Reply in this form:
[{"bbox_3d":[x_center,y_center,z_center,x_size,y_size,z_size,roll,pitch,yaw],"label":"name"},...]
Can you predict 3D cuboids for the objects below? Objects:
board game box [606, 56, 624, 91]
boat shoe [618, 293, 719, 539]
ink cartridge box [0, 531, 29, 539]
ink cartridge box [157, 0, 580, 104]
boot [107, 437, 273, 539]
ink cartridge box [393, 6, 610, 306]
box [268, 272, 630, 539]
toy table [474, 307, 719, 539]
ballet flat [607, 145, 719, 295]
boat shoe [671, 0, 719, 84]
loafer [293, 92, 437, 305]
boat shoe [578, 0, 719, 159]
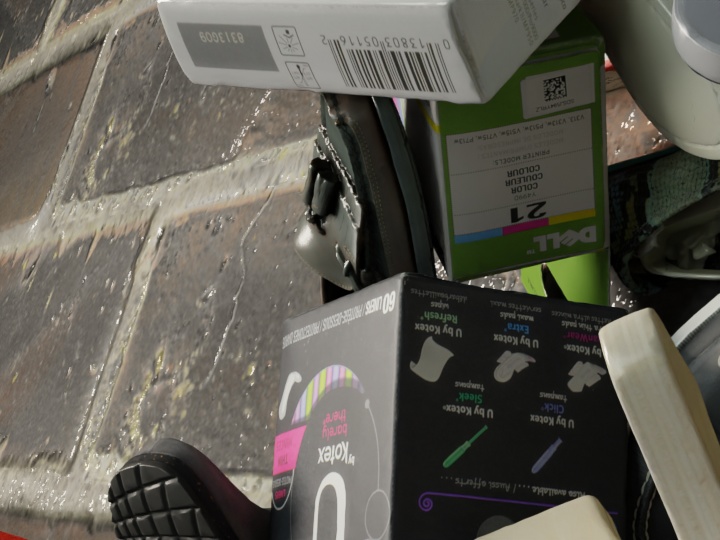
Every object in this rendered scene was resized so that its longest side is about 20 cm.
[{"bbox_3d":[0.103,-0.167,0.931,0.199,0.046,0.154,-10,80,62],"label":"board game box"},{"bbox_3d":[0.161,0.037,0.657,0.201,0.075,0.060,-60,20,15],"label":"boat shoe"},{"bbox_3d":[-0.102,0.183,0.936,0.044,0.172,0.200,-63,25,6],"label":"ink cartridge box"},{"bbox_3d":[0.035,-0.144,0.738,0.159,0.048,0.200,8,41,41],"label":"ink cartridge box"},{"bbox_3d":[-0.025,0.110,0.793,0.069,0.201,0.132,4,48,38],"label":"boot"},{"bbox_3d":[0.057,-0.037,0.805,0.148,0.075,0.202,-113,14,-57],"label":"ink cartridge box"},{"bbox_3d":[0.030,0.115,0.691,0.122,0.105,0.203,155,121,-62],"label":"box"},{"bbox_3d":[0.129,0.106,0.563,0.198,0.185,0.118,-15,48,7],"label":"toy table"},{"bbox_3d":[0.171,-0.034,0.727,0.200,0.074,0.075,-26,46,57],"label":"ballet flat"},{"bbox_3d":[0.190,-0.115,0.657,0.074,0.199,0.066,42,154,30],"label":"boat shoe"},{"bbox_3d":[0.000,0.000,0.779,0.201,0.062,0.072,77,174,-46],"label":"loafer"},{"bbox_3d":[0.125,-0.114,0.728,0.202,0.060,0.073,-120,15,-53],"label":"boat shoe"}]
